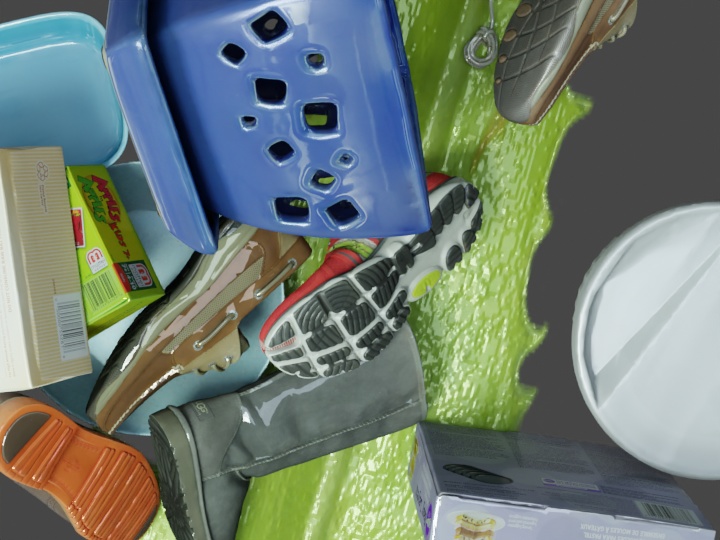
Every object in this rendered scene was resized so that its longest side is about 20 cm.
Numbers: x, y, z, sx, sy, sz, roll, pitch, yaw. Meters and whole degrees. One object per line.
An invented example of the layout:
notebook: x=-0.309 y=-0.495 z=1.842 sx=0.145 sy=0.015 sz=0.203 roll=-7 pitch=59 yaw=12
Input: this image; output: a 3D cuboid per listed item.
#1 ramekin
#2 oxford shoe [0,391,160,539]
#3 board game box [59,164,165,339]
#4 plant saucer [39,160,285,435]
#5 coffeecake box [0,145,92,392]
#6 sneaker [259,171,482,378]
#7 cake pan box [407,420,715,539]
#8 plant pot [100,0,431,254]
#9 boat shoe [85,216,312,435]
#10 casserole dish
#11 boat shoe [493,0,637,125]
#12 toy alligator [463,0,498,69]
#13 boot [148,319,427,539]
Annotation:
ramekin: x=0.247 y=0.045 z=1.180 sx=0.202 sy=0.094 sz=0.203 roll=-1 pitch=99 yaw=-4
oxford shoe: x=-0.212 y=0.135 z=1.149 sx=0.071 sy=0.073 sz=0.200 roll=-56 pitch=141 yaw=-16
board game box: x=-0.242 y=0.018 z=1.117 sx=0.200 sy=0.048 sz=0.102 roll=-29 pitch=82 yaw=23
plant saucer: x=-0.156 y=0.019 z=1.177 sx=0.201 sy=0.039 sz=0.201 roll=-1 pitch=99 yaw=-4
coffeecake box: x=-0.290 y=0.007 z=1.071 sx=0.200 sy=0.073 sz=0.154 roll=-7 pitch=92 yaw=25
sneaker: x=0.000 y=0.000 z=1.148 sx=0.200 sy=0.085 sz=0.077 roll=-40 pitch=130 yaw=-22
cake pan box: x=0.139 y=0.163 z=1.144 sx=0.200 sy=0.184 sz=0.052 roll=8 pitch=102 yaw=-6
plant pot: x=-0.062 y=-0.139 z=1.061 sx=0.180 sy=0.200 sz=0.200 roll=-13 pitch=128 yaw=5
boat shoe: x=-0.111 y=0.039 z=1.127 sx=0.074 sy=0.076 sz=0.200 roll=39 pitch=94 yaw=-12
casserole dish: x=-0.251 y=-0.110 z=1.139 sx=0.200 sy=0.039 sz=0.121 roll=-13 pitch=85 yaw=4
boat shoe: x=0.165 y=-0.189 z=1.151 sx=0.072 sy=0.076 sz=0.200 roll=25 pitch=96 yaw=-32
toy alligator: x=0.103 y=-0.242 z=1.145 sx=0.059 sy=0.054 sz=0.200 roll=1 pitch=101 yaw=-19
boot: x=-0.047 y=0.131 z=1.185 sx=0.200 sy=0.073 sz=0.182 roll=-23 pitch=138 yaw=-23
